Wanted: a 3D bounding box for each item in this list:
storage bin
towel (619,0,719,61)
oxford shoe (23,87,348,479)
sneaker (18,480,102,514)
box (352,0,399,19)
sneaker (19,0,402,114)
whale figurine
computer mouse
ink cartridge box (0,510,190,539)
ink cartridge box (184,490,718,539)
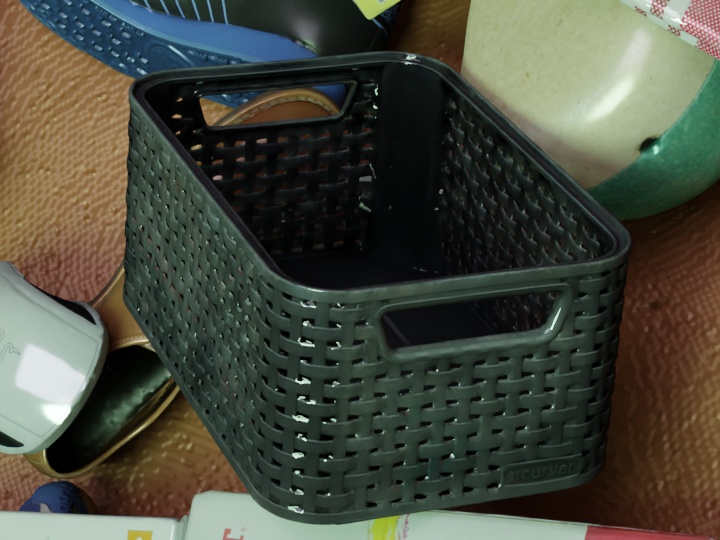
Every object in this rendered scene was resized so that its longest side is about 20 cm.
[{"bbox_3d":[0.000,0.000,0.960,0.135,0.094,0.200,-6,29,-21],"label":"storage bin"},{"bbox_3d":[0.184,-0.121,0.965,0.200,0.030,0.146,32,69,19],"label":"towel"},{"bbox_3d":[-0.069,0.011,1.081,0.200,0.071,0.071,-51,22,2],"label":"oxford shoe"},{"bbox_3d":[-0.134,0.183,1.044,0.088,0.075,0.201,-17,61,18],"label":"sneaker"},{"bbox_3d":[-0.008,-0.191,1.126,0.075,0.050,0.200,-33,40,3],"label":"box"},{"bbox_3d":[-0.072,-0.126,1.160,0.200,0.070,0.078,23,68,27],"label":"sneaker"},{"bbox_3d":[0.102,-0.102,1.067,0.159,0.104,0.200,-44,34,20],"label":"whale figurine"},{"bbox_3d":[-0.169,0.024,1.097,0.200,0.044,0.110,16,73,58],"label":"computer mouse"},{"bbox_3d":[-0.153,0.189,0.994,0.199,0.043,0.199,0,79,28],"label":"ink cartridge box"},{"bbox_3d":[0.038,0.175,0.935,0.199,0.145,0.146,4,69,23],"label":"ink cartridge box"}]
